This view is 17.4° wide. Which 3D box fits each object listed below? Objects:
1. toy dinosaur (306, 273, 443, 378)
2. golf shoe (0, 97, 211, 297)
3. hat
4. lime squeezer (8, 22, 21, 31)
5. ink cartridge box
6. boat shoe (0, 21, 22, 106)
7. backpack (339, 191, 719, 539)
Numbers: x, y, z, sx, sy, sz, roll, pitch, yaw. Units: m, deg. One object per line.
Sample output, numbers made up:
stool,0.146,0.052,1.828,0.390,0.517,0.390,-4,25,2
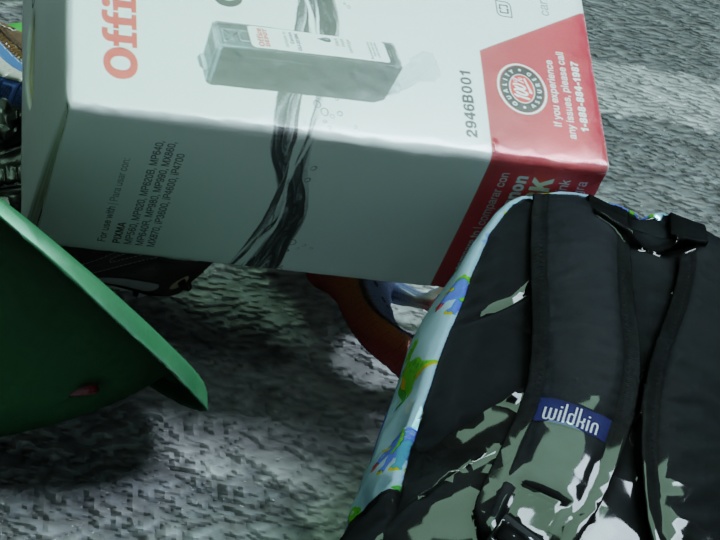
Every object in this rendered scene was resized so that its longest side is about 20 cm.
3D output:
toy dinosaur,0.000,0.000,1.018,0.199,0.105,0.182,-22,29,25
golf shoe,-0.063,-0.039,0.956,0.198,0.095,0.078,-7,56,-5
hat,-0.179,0.052,0.816,0.200,0.176,0.165,43,-12,-25
lime squeezer,-0.189,-0.115,1.179,0.199,0.038,0.071,14,22,4
ink cartridge box,-0.022,-0.079,0.873,0.198,0.084,0.145,5,53,-15
boat shoe,-0.157,-0.071,1.066,0.072,0.073,0.200,13,19,-40
backpack,0.077,0.062,0.789,0.162,0.154,0.201,14,54,-3
